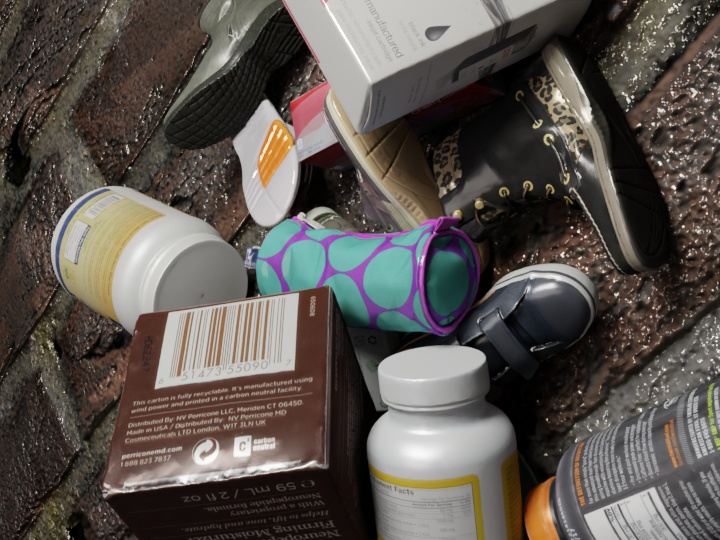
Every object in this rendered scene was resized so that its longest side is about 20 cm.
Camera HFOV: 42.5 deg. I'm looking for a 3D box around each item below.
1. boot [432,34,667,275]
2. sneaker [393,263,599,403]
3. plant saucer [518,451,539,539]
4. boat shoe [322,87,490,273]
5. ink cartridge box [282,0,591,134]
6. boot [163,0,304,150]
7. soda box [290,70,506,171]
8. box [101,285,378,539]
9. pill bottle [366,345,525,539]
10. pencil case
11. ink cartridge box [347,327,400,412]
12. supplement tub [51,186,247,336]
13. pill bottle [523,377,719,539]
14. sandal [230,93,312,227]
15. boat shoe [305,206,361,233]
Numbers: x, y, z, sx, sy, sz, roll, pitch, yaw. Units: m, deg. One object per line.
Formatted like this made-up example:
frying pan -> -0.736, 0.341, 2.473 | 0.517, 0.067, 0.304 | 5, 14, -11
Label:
boot -> 0.141, -0.064, 0.723 | 0.150, 0.073, 0.201 | -34, 64, 36
sneaker -> 0.101, 0.064, 0.742 | 0.079, 0.080, 0.200 | 48, 135, -12
plant saucer -> 0.086, 0.217, 0.795 | 0.199, 0.036, 0.202 | 0, 90, 43
boat shoe -> 0.029, -0.069, 0.786 | 0.200, 0.072, 0.065 | 49, 138, -13
ink cartridge box -> 0.056, -0.217, 0.707 | 0.146, 0.199, 0.085 | 60, 166, 12
boot -> -0.143, -0.229, 0.976 | 0.200, 0.068, 0.131 | -45, 47, 11
soda box -> 0.028, -0.154, 0.830 | 0.199, 0.070, 0.064 | -21, 72, 40
box -> -0.078, 0.145, 0.734 | 0.164, 0.201, 0.165 | -9, 46, 9
pill bottle -> 0.064, 0.164, 0.692 | 0.111, 0.112, 0.202 | 4, 105, 42
pencil case -> 0.000, 0.000, 0.763 | 0.199, 0.085, 0.093 | 5, 97, 43
ink cartridge box -> -0.059, 0.086, 0.863 | 0.198, 0.039, 0.100 | -7, 105, 18
supplement tub -> -0.232, -0.003, 1.018 | 0.199, 0.144, 0.146 | 23, 105, 41
pill bottle -> 0.208, 0.150, 0.636 | 0.200, 0.106, 0.107 | -35, 67, 37
sandal -> -0.082, -0.117, 0.946 | 0.079, 0.059, 0.207 | -47, 38, 23
boat shoe -> -0.052, 0.042, 0.901 | 0.060, 0.072, 0.203 | 31, 106, 43
